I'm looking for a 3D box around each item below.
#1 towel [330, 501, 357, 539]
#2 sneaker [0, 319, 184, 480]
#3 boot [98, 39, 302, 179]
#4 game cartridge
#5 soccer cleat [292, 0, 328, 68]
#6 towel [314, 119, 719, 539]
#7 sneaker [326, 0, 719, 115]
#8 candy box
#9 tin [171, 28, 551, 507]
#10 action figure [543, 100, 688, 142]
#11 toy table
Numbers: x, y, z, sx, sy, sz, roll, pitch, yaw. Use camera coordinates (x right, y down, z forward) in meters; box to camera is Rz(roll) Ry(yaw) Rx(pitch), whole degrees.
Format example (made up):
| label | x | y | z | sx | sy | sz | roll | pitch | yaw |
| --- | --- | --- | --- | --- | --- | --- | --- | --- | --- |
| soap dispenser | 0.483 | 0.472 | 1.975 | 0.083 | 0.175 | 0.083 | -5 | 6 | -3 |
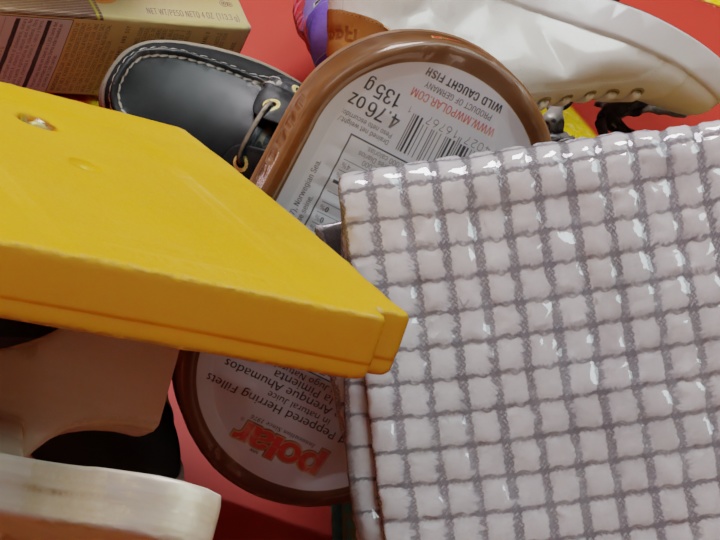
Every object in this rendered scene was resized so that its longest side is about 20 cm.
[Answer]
| label | x | y | z | sx | sy | sz | roll | pitch | yaw |
| --- | --- | --- | --- | --- | --- | --- | --- | --- | --- |
| towel | 0.058 | 0.084 | 0.791 | 0.146 | 0.022 | 0.200 | -10 | 43 | 8 |
| sneaker | -0.123 | 0.008 | 0.770 | 0.072 | 0.083 | 0.200 | -6 | 51 | -35 |
| boot | -0.019 | -0.050 | 0.848 | 0.200 | 0.073 | 0.151 | 30 | -5 | -8 |
| game cartridge | -0.099 | -0.023 | 0.656 | 0.176 | 0.032 | 0.200 | 12 | 17 | -34 |
| soccer cleat | -0.006 | -0.122 | 0.965 | 0.073 | 0.068 | 0.200 | 0 | 16 | 12 |
| towel | 0.076 | 0.055 | 0.695 | 0.165 | 0.086 | 0.200 | -10 | 78 | 2 |
| sneaker | 0.073 | -0.091 | 0.878 | 0.200 | 0.085 | 0.073 | 16 | -3 | -18 |
| candy box | -0.166 | -0.143 | 0.929 | 0.200 | 0.055 | 0.116 | -1 | 48 | -32 |
| tin | 0.000 | 0.000 | 0.760 | 0.112 | 0.200 | 0.042 | 27 | 7 | -8 |
| action figure | 0.125 | -0.058 | 0.974 | 0.102 | 0.119 | 0.200 | -19 | 53 | -37 |
| toy table | -0.132 | 0.074 | 0.617 | 0.117 | 0.200 | 0.184 | 22 | 80 | -21 |
